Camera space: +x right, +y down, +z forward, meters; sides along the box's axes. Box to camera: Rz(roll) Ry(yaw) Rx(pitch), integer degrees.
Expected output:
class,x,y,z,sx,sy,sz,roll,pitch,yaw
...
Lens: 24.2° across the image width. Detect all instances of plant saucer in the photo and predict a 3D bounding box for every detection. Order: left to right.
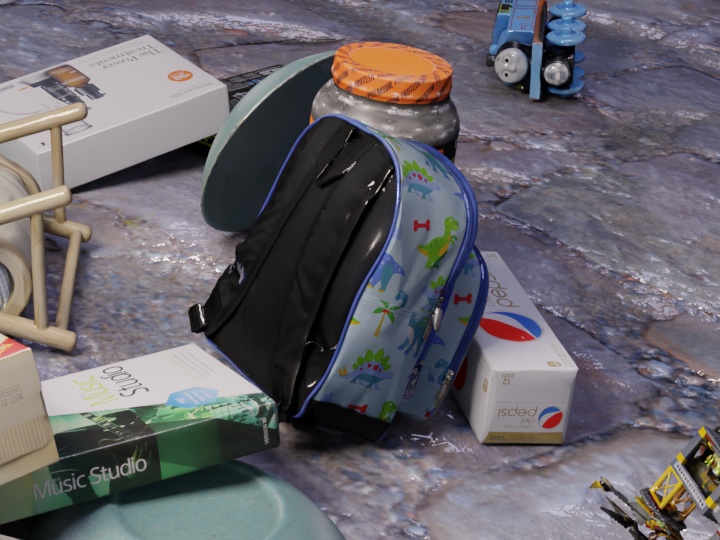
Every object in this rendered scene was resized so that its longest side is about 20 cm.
class,x,y,z,sx,sy,sz,roll,pitch,yaw
plant saucer,-0.100,0.157,1.021,0.199,0.039,0.201,6,24,-3
plant saucer,-0.067,-0.120,1.438,0.200,0.202,0.039,-20,59,-46

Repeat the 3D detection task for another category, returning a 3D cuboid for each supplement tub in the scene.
class,x,y,z,sx,sy,sz,roll,pitch,yaw
supplement tub,0.013,-0.075,1.367,0.122,0.201,0.123,7,24,-3

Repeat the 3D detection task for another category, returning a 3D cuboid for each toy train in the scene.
class,x,y,z,sx,sy,sz,roll,pitch,yaw
toy train,0.209,-0.263,1.988,0.113,0.087,0.200,2,26,8

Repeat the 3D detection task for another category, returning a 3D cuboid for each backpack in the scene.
class,x,y,z,sx,sy,sz,roll,pitch,yaw
backpack,0.000,0.000,1.201,0.146,0.201,0.183,16,15,-37

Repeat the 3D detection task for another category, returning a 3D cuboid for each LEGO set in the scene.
class,x,y,z,sx,sy,sz,roll,pitch,yaw
LEGO set,0.230,0.195,1.009,0.153,0.116,0.200,30,17,-30

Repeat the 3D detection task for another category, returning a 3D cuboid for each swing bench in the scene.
class,x,y,z,sx,sy,sz,roll,pitch,yaw
swing bench,-0.311,-0.040,1.279,0.198,0.131,0.199,0,26,-5

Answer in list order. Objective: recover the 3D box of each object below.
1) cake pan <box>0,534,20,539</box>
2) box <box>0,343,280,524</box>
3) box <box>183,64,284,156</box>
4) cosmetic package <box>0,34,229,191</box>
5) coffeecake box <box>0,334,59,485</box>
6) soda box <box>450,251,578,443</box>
class,x,y,z,sx,sy,sz,roll,pitch,yaw
cake pan,-0.165,0.195,0.844,0.199,0.037,0.200,25,9,-4
box,-0.168,0.100,1.057,0.199,0.037,0.144,-15,18,-24
box,-0.073,-0.145,1.678,0.192,0.048,0.200,25,30,29
cosmetic package,-0.244,-0.148,1.572,0.199,0.052,0.151,-24,40,-28
coffeecake box,-0.289,0.084,0.980,0.153,0.074,0.200,-22,20,-29
soda box,0.098,0.055,1.279,0.068,0.064,0.200,1,25,-15
